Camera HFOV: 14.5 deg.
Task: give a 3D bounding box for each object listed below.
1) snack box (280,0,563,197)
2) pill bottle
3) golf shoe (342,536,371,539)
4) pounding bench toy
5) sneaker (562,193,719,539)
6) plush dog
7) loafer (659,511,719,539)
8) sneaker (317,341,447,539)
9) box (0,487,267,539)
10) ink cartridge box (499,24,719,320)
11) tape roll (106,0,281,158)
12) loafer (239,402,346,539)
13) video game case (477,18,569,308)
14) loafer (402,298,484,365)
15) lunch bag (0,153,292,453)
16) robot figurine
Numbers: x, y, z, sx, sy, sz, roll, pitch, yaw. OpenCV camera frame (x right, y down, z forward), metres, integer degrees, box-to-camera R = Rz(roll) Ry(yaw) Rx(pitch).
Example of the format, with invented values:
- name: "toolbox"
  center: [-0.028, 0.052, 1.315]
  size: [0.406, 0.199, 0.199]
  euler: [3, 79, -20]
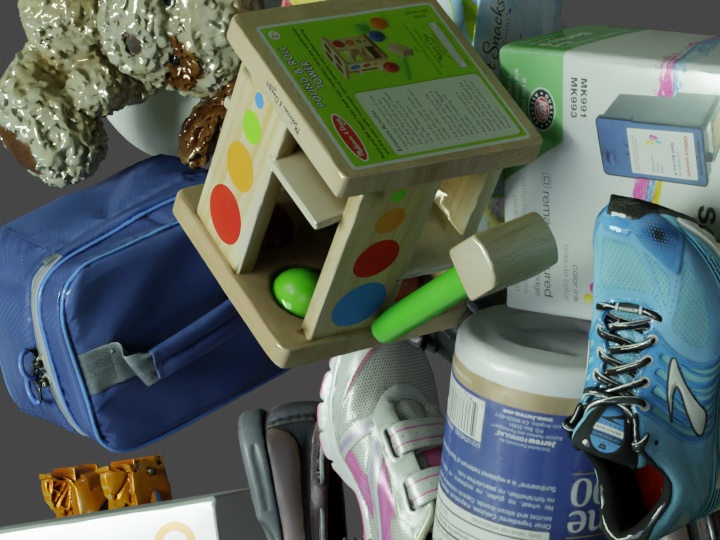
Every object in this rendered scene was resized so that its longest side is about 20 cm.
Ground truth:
- name: "snack box"
  center: [0.031, -0.146, 1.625]
  size: [0.200, 0.067, 0.170]
  euler: [24, 110, 52]
- name: "pill bottle"
  center: [0.098, 0.129, 1.572]
  size: [0.111, 0.110, 0.201]
  euler: [26, 118, 44]
- name: "golf shoe"
  center: [0.043, 0.231, 1.530]
  size: [0.200, 0.088, 0.077]
  euler: [45, 137, 6]
- name: "pounding bench toy"
  center: [0.011, -0.019, 1.485]
  size: [0.200, 0.124, 0.157]
  euler: [55, 141, 32]
- name: "sneaker"
  center: [0.144, 0.057, 1.403]
  size: [0.078, 0.090, 0.201]
  euler: [15, 129, 38]
- name: "plush dog"
  center: [-0.134, -0.159, 1.749]
  size: [0.171, 0.160, 0.201]
  euler: [11, 121, 29]
- name: "loafer"
  center: [0.210, 0.190, 1.479]
  size: [0.063, 0.072, 0.201]
  euler: [-43, 64, 30]
- name: "sneaker"
  center: [0.038, 0.126, 1.667]
  size: [0.088, 0.081, 0.201]
  euler: [-8, 95, 53]
- name: "box"
  center: [-0.157, 0.217, 1.824]
  size: [0.199, 0.097, 0.125]
  euler: [-10, 88, 19]
- name: "ink cartridge box"
  center: [0.173, -0.045, 1.468]
  size: [0.199, 0.087, 0.146]
  euler: [10, 107, 40]
- name: "tape roll"
  center: [-0.116, -0.174, 1.832]
  size: [0.202, 0.037, 0.204]
  euler: [9, 102, 47]
- name: "loafer"
  center: [-0.022, 0.177, 1.725]
  size: [0.063, 0.072, 0.201]
  euler: [-14, 99, 5]
- name: "video game case"
  center: [0.088, -0.041, 1.632]
  size: [0.143, 0.018, 0.201]
  euler: [54, 131, 28]
- name: "loafer"
  center: [0.000, 0.000, 1.644]
  size: [0.200, 0.063, 0.072]
  euler: [45, 163, 18]
- name: "lunch bag"
  center: [-0.134, 0.021, 1.748]
  size: [0.132, 0.199, 0.137]
  euler: [15, 127, 51]
- name: "robot figurine"
  center: [-0.163, 0.230, 1.924]
  size: [0.145, 0.058, 0.202]
  euler: [-12, 86, 49]
